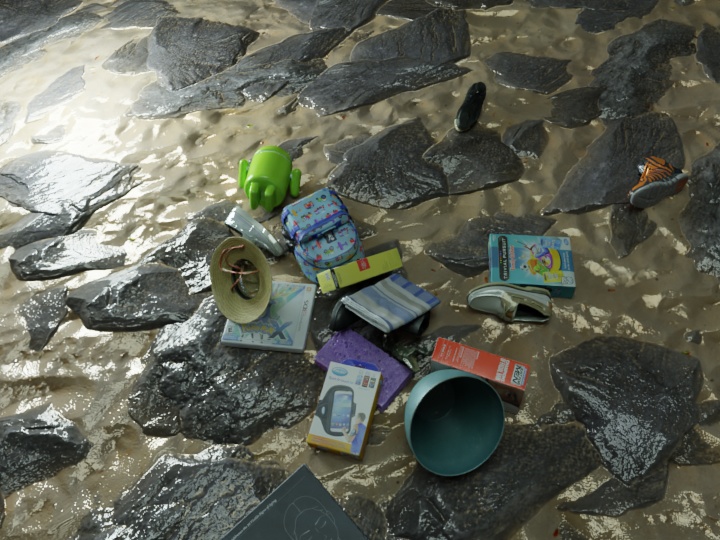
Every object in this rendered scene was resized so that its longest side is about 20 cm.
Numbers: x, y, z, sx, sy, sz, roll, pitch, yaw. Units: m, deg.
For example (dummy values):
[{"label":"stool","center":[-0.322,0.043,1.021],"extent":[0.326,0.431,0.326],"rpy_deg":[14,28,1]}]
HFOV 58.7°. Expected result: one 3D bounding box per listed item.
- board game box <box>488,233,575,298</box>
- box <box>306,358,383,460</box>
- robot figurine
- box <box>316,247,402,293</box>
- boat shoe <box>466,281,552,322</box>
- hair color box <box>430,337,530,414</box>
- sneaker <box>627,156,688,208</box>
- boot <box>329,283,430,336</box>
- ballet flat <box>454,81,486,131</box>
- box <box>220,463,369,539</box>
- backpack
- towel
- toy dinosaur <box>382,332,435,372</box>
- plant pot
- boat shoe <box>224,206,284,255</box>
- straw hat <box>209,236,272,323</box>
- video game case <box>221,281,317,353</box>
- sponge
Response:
[{"label":"board game box","center":[0.412,-0.014,1.555],"extent":[0.195,0.047,0.153],"rpy_deg":[3,52,5]},{"label":"box","center":[-0.027,0.279,1.334],"extent":[0.116,0.042,0.204],"rpy_deg":[9,65,17]},{"label":"robot figurine","center":[-0.249,-0.255,1.738],"extent":[0.171,0.117,0.203],"rpy_deg":[8,52,1]},{"label":"box","center":[0.000,0.000,1.513],"extent":[0.197,0.075,0.051],"rpy_deg":[-18,89,-30]},{"label":"boat shoe","center":[0.344,0.077,1.471],"extent":[0.195,0.076,0.069],"rpy_deg":[1,46,3]},{"label":"hair color box","center":[0.247,0.221,1.343],"extent":[0.196,0.112,0.065],"rpy_deg":[15,55,15]},{"label":"sneaker","center":[0.760,-0.236,1.697],"extent":[0.197,0.079,0.113],"rpy_deg":[-18,48,-24]},{"label":"boot","center":[0.047,0.111,1.453],"extent":[0.197,0.067,0.165],"rpy_deg":[21,39,16]},{"label":"ballet flat","center":[0.332,-0.489,1.937],"extent":[0.066,0.057,0.202],"rpy_deg":[32,62,-7]},{"label":"box","center":[-0.108,0.501,1.141],"extent":[0.199,0.125,0.196],"rpy_deg":[-37,60,-22]},{"label":"backpack","center":[-0.087,-0.077,1.582],"extent":[0.180,0.136,0.202],"rpy_deg":[-23,57,-13]},{"label":"towel","center":[0.071,0.069,1.440],"extent":[0.146,0.024,0.198],"rpy_deg":[31,36,33]},{"label":"toy dinosaur","center":[0.115,0.181,1.395],"extent":[0.086,0.049,0.200],"rpy_deg":[-12,16,-17]},{"label":"plant pot","center":[0.169,0.281,1.273],"extent":[0.196,0.204,0.135],"rpy_deg":[-17,16,-10]},{"label":"boat shoe","center":[-0.276,-0.086,1.649],"extent":[0.200,0.070,0.072],"rpy_deg":[38,82,26]},{"label":"straw hat","center":[-0.260,0.019,1.514],"extent":[0.199,0.204,0.085],"rpy_deg":[31,16,25]},{"label":"video game case","center":[-0.214,0.104,1.518],"extent":[0.195,0.022,0.185],"rpy_deg":[4,53,7]},{"label":"sponge","center":[0.004,0.213,1.416],"extent":[0.198,0.030,0.112],"rpy_deg":[31,60,25]}]
